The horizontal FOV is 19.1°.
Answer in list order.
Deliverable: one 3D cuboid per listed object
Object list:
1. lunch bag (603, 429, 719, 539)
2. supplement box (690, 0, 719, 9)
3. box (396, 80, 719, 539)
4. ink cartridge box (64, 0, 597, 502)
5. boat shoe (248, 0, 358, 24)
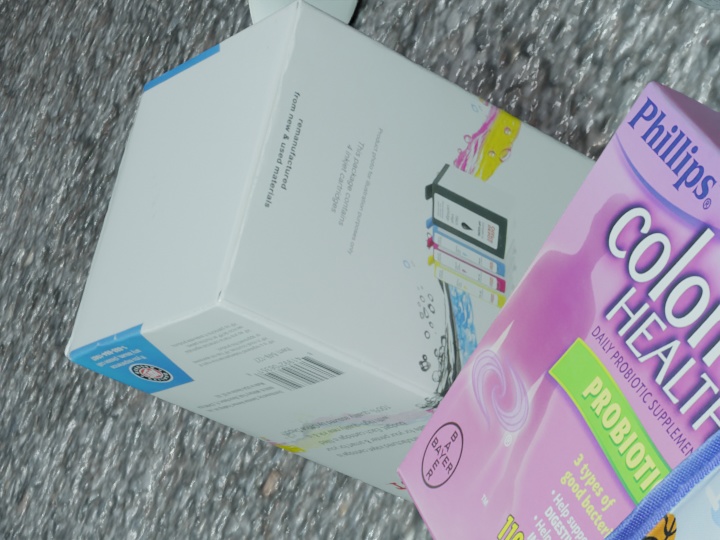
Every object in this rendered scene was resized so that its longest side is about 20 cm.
[{"bbox_3d":[0.175,0.108,0.626,0.200,0.169,0.124,-48,37,29],"label":"lunch bag"},{"bbox_3d":[0.182,-0.166,0.888,0.200,0.103,0.102,21,89,63],"label":"supplement box"},{"bbox_3d":[0.126,0.062,0.822,0.201,0.096,0.176,-57,30,17],"label":"box"},{"bbox_3d":[0.000,0.000,0.973,0.147,0.199,0.146,-19,51,54],"label":"ink cartridge box"},{"bbox_3d":[-0.027,-0.217,1.327,0.064,0.070,0.202,92,-175,-78],"label":"boat shoe"}]
